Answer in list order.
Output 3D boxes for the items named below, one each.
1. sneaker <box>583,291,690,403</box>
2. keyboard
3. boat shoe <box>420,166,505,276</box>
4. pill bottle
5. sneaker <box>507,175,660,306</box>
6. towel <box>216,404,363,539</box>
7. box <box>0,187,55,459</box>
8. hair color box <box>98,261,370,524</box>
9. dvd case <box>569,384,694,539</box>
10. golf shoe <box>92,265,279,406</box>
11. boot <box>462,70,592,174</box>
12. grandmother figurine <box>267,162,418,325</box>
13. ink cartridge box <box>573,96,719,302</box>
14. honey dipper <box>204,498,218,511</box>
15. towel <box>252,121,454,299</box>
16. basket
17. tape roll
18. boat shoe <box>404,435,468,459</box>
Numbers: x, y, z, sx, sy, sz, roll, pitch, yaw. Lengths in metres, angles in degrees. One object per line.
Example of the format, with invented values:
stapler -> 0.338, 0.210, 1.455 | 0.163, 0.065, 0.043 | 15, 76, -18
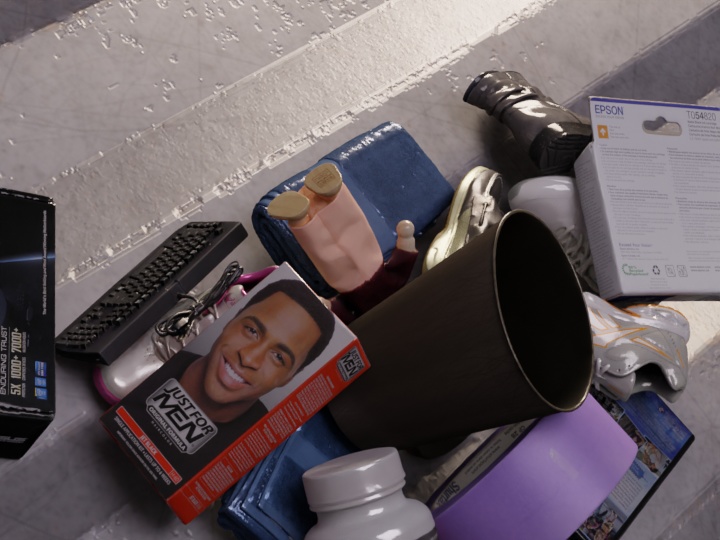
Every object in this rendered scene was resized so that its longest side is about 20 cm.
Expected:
sneaker -> 0.224, 0.077, 1.770 | 0.198, 0.076, 0.093 | 6, 54, -10
keyboard -> -0.163, 0.015, 1.567 | 0.200, 0.126, 0.021 | -47, 130, -40
boat shoe -> 0.109, -0.026, 1.721 | 0.065, 0.072, 0.201 | 8, 36, 17
pill bottle -> 0.016, 0.251, 1.503 | 0.110, 0.110, 0.202 | -17, 94, -37
sneaker -> 0.234, -0.029, 1.862 | 0.199, 0.070, 0.081 | 26, 56, -17
towel -> -0.042, 0.163, 1.581 | 0.112, 0.048, 0.201 | 47, 46, -23
box -> -0.329, 0.033, 1.468 | 0.162, 0.086, 0.202 | 11, 59, -26
hair color box -> -0.101, 0.098, 1.509 | 0.200, 0.061, 0.102 | -41, 62, -10
dvd case -> 0.226, 0.167, 1.777 | 0.143, 0.018, 0.200 | 48, 49, 0
golf shoe -> -0.138, 0.049, 1.575 | 0.199, 0.091, 0.076 | -31, 83, -38
boot -> 0.201, -0.155, 1.911 | 0.132, 0.070, 0.199 | 45, 20, 30
grandmother figurine -> 0.000, 0.000, 1.634 | 0.201, 0.121, 0.061 | 61, -3, -34
ink cartridge box -> 0.303, -0.068, 1.861 | 0.198, 0.040, 0.202 | 1, 74, -35
honey dipper -> -0.098, 0.125, 1.595 | 0.038, 0.038, 0.200 | 39, 46, -6
towel -> -0.008, -0.056, 1.731 | 0.200, 0.049, 0.112 | -35, 87, -39
basket -> 0.075, 0.067, 1.553 | 0.136, 0.199, 0.182 | 32, 45, -39
tape roll -> 0.137, 0.187, 1.592 | 0.085, 0.200, 0.200 | 46, 50, 1
boat shoe -> 0.089, 0.084, 1.710 | 0.200, 0.073, 0.076 | -53, 137, -24
